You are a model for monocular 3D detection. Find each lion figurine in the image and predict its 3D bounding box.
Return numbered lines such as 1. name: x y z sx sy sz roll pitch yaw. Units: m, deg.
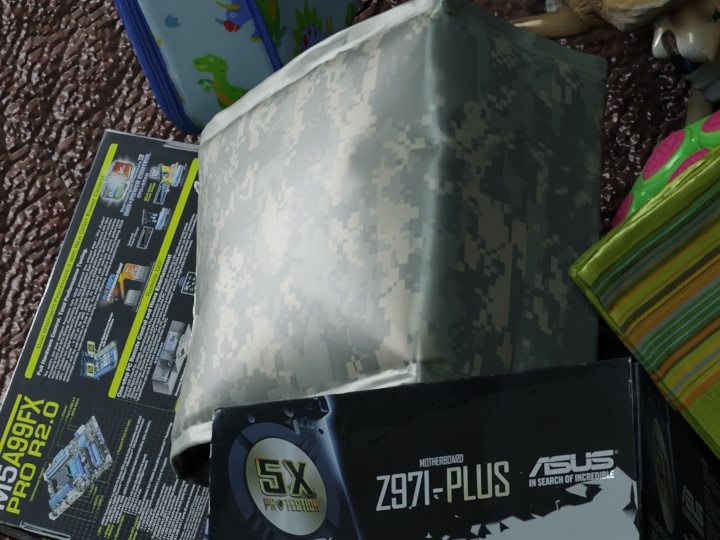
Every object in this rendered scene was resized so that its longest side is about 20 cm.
1. lion figurine: 0.118 -0.138 0.951 0.122 0.073 0.200 -19 17 20

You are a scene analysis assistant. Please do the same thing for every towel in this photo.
1. towel: 0.174 0.048 0.858 0.086 0.018 0.200 -40 100 4

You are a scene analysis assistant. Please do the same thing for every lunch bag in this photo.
1. lunch bag: 0.000 0.000 0.914 0.200 0.117 0.165 -17 63 46
2. lunch bag: -0.053 -0.177 1.017 0.082 0.161 0.201 -1 47 19

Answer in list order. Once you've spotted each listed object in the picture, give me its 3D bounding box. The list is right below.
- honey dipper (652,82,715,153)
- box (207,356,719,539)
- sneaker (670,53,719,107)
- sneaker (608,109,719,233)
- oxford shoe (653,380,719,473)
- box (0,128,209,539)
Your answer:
1. honey dipper: 0.160 -0.101 0.993 0.038 0.038 0.201 3 66 24
2. box: 0.053 0.113 0.846 0.163 0.200 0.087 -8 66 20
3. sneaker: 0.228 -0.129 0.962 0.200 0.076 0.077 -40 97 -5
4. sneaker: 0.195 -0.038 0.902 0.199 0.084 0.077 -28 30 6
5. oxford shoe: 0.163 0.039 0.914 0.199 0.071 0.072 -19 57 2
6. box: -0.078 0.042 1.023 0.160 0.044 0.201 10 73 27
